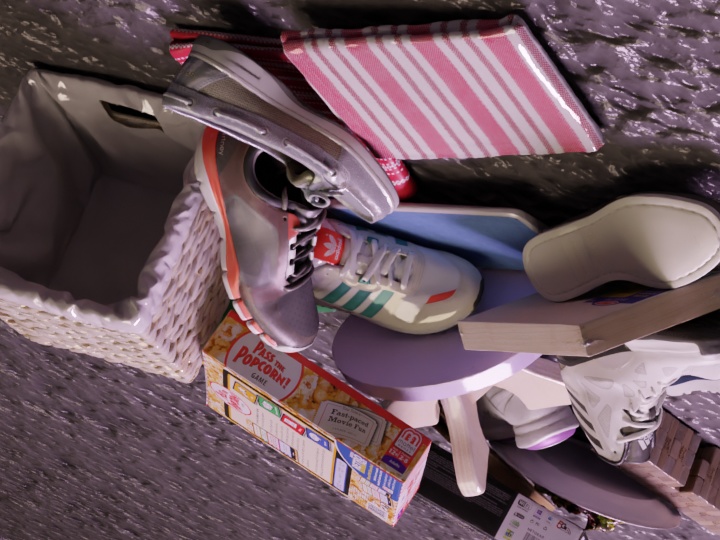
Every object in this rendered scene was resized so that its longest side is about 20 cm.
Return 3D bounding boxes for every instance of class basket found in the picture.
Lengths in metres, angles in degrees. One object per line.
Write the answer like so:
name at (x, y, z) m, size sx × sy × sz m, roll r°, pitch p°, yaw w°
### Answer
basket at (-0.205, -0.032, 1.674) m, size 0.197 × 0.201 × 0.161 m, roll 13°, pitch 159°, yaw 23°

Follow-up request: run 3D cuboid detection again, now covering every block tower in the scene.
block tower at (0.298, 0.183, 1.881) m, size 0.199 × 0.054 × 0.058 m, roll 34°, pitch 157°, yaw -26°

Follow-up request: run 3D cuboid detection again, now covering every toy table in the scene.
toy table at (0.088, 0.083, 1.705) m, size 0.199 × 0.185 × 0.117 m, roll -1°, pitch 140°, yaw 29°

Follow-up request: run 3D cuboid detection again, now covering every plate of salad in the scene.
plate of salad at (0.209, 0.204, 1.919) m, size 0.199 × 0.048 × 0.200 m, roll 22°, pitch -168°, yaw -5°

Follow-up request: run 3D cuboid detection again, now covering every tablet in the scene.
tablet at (0.080, -0.029, 1.629) m, size 0.199 × 0.014 × 0.130 m, roll 4°, pitch 161°, yaw 40°

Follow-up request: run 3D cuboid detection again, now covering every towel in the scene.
towel at (-0.050, -0.117, 1.560) m, size 0.144 × 0.023 × 0.200 m, roll 9°, pitch 155°, yaw 29°
towel at (0.058, -0.129, 1.413) m, size 0.199 × 0.030 × 0.146 m, roll 0°, pitch 151°, yaw 33°

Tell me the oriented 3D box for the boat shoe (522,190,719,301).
boat shoe at (0.203, -0.024, 1.478) m, size 0.201 × 0.060 × 0.073 m, roll -14°, pitch 100°, yaw 53°

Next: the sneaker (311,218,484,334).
sneaker at (0.000, 0.000, 1.654) m, size 0.198 × 0.071 × 0.093 m, roll 12°, pitch 169°, yaw 25°

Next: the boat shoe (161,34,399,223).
boat shoe at (-0.056, -0.093, 1.490) m, size 0.202 × 0.065 × 0.074 m, roll 38°, pitch 171°, yaw -29°

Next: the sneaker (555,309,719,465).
sneaker at (0.227, 0.088, 1.540) m, size 0.200 × 0.075 × 0.116 m, roll -5°, pitch 103°, yaw 60°

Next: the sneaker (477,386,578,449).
sneaker at (0.143, 0.107, 1.857) m, size 0.100 × 0.074 × 0.200 m, roll 68°, pitch 166°, yaw -4°

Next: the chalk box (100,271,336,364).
chalk box at (-0.120, 0.013, 1.796) m, size 0.199 × 0.124 × 0.125 m, roll 14°, pitch 158°, yaw 22°

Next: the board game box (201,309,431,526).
board game box at (-0.039, 0.128, 1.703) m, size 0.199 × 0.046 × 0.152 m, roll 32°, pitch 161°, yaw 8°

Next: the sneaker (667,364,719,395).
sneaker at (0.261, 0.047, 1.579) m, size 0.080 × 0.077 × 0.200 m, roll 37°, pitch 155°, yaw -11°

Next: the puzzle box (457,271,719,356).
puzzle box at (0.173, 0.031, 1.520) m, size 0.132 × 0.026 × 0.200 m, roll -18°, pitch -174°, yaw -21°

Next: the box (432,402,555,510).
box at (0.093, 0.156, 1.951) m, size 0.163 × 0.021 × 0.200 m, roll 42°, pitch 180°, yaw 37°

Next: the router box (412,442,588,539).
router box at (0.113, 0.218, 1.868) m, size 0.199 × 0.051 × 0.149 m, roll 29°, pitch 173°, yaw 13°

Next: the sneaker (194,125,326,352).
sneaker at (-0.063, -0.025, 1.583) m, size 0.081 × 0.077 × 0.201 m, roll -6°, pitch 118°, yaw 30°
